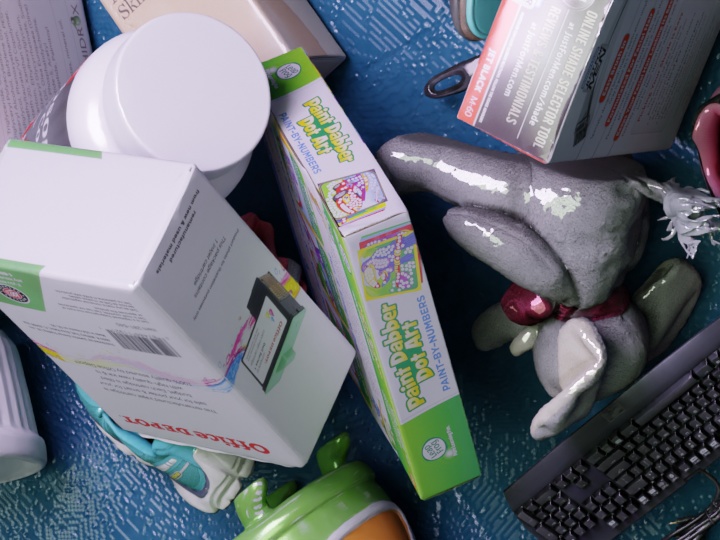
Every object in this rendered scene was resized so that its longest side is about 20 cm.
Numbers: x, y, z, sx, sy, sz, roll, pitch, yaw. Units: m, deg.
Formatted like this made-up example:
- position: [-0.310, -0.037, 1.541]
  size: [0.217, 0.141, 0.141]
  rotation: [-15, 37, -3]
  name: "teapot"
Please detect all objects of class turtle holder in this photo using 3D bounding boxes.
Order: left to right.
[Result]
- position: [-0.044, 0.205, 1.600]
  size: [0.185, 0.141, 0.132]
  rotation: [-39, 82, 18]
  name: "turtle holder"

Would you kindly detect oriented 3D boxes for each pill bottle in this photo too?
- position: [-0.130, -0.077, 1.522]
  size: [0.200, 0.115, 0.117]
  rotation: [-34, 77, 63]
  name: "pill bottle"

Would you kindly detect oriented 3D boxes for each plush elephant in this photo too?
- position: [0.120, 0.006, 1.497]
  size: [0.199, 0.164, 0.156]
  rotation: [21, 114, 33]
  name: "plush elephant"

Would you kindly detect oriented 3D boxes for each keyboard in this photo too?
- position: [0.190, 0.113, 1.503]
  size: [0.127, 0.021, 0.200]
  rotation: [34, 122, -25]
  name: "keyboard"

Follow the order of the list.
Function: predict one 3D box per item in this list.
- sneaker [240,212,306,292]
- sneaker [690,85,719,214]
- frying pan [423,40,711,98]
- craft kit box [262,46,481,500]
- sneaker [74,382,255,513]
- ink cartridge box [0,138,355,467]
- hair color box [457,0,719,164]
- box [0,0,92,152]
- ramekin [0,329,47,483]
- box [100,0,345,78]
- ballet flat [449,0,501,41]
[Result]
- position: [-0.068, 0.034, 1.594]
  size: [0.087, 0.074, 0.201]
  rotation: [-45, 39, 16]
  name: "sneaker"
- position: [0.241, -0.017, 1.476]
  size: [0.079, 0.095, 0.201]
  rotation: [-25, 84, 22]
  name: "sneaker"
- position: [0.138, -0.132, 1.549]
  size: [0.190, 0.031, 0.115]
  rotation: [-46, 74, 24]
  name: "frying pan"
- position: [0.000, 0.000, 1.501]
  size: [0.048, 0.198, 0.201]
  rotation: [-20, 127, -5]
  name: "craft kit box"
- position: [-0.134, 0.083, 1.632]
  size: [0.078, 0.080, 0.200]
  rotation: [-56, 33, -4]
  name: "sneaker"
- position: [-0.115, 0.020, 1.455]
  size: [0.144, 0.200, 0.084]
  rotation: [9, 63, 36]
  name: "ink cartridge box"
- position: [0.136, -0.125, 1.427]
  size: [0.064, 0.200, 0.112]
  rotation: [27, 105, 20]
  name: "hair color box"
- position: [-0.288, -0.079, 1.675]
  size: [0.198, 0.171, 0.202]
  rotation: [-13, 88, 26]
  name: "box"
- position: [-0.310, 0.092, 1.693]
  size: [0.201, 0.202, 0.095]
  rotation: [-10, 78, 25]
  name: "ramekin"
- position: [-0.110, -0.186, 1.636]
  size: [0.095, 0.078, 0.200]
  rotation: [-41, 77, 23]
  name: "box"
- position: [0.084, -0.233, 1.488]
  size: [0.068, 0.068, 0.201]
  rotation: [23, 92, 39]
  name: "ballet flat"
